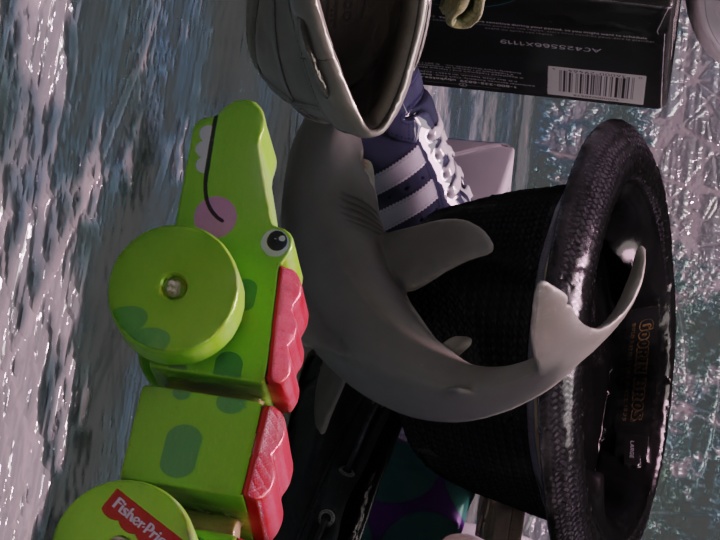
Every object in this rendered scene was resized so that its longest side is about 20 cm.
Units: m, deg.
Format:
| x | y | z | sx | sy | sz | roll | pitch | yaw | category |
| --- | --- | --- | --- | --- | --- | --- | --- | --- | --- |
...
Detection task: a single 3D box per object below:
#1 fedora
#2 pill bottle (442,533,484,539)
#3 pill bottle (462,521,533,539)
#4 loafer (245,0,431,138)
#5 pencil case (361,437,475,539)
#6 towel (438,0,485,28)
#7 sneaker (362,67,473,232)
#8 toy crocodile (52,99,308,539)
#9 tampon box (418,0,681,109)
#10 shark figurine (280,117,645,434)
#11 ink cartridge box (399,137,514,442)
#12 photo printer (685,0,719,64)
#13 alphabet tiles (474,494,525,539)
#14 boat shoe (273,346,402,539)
| x | y | z | sx | sy | sz | roll | pitch | yaw | category |
| --- | --- | --- | --- | --- | --- | --- | --- | --- | --- |
| 0.067 | 0.034 | 0.970 | 0.200 | 0.091 | 0.202 | 5 | 90 | -70 | fedora |
| 0.003 | 0.183 | 0.668 | 0.200 | 0.113 | 0.113 | -48 | 166 | -9 | pill bottle |
| 0.038 | 0.246 | 1.355 | 0.112 | 0.112 | 0.202 | 67 | 31 | -77 | pill bottle |
| 0.002 | -0.139 | 0.769 | 0.070 | 0.070 | 0.201 | 44 | -40 | 48 | loafer |
| 0.003 | 0.177 | 1.101 | 0.092 | 0.084 | 0.201 | 108 | -8 | -73 | pencil case |
| 0.052 | -0.219 | 1.010 | 0.148 | 0.036 | 0.201 | 129 | -40 | -61 | towel |
| 0.035 | -0.029 | 1.058 | 0.070 | 0.108 | 0.201 | -68 | 164 | -68 | sneaker |
| -0.043 | 0.049 | 0.664 | 0.068 | 0.061 | 0.201 | 82 | 15 | -66 | toy crocodile |
| 0.087 | -0.199 | 1.149 | 0.126 | 0.149 | 0.201 | 76 | 22 | -72 | tampon box |
| 0.005 | 0.019 | 0.876 | 0.214 | 0.089 | 0.129 | 33 | -72 | 51 | shark figurine |
| 0.029 | 0.047 | 1.228 | 0.137 | 0.076 | 0.201 | -66 | 161 | -66 | ink cartridge box |
| 0.199 | -0.200 | 1.159 | 0.166 | 0.069 | 0.202 | -65 | 161 | -71 | photo printer |
| 0.055 | 0.166 | 1.100 | 0.200 | 0.014 | 0.197 | 99 | 1 | -75 | alphabet tiles |
| -0.015 | 0.128 | 0.965 | 0.075 | 0.066 | 0.201 | 85 | 14 | -62 | boat shoe |
